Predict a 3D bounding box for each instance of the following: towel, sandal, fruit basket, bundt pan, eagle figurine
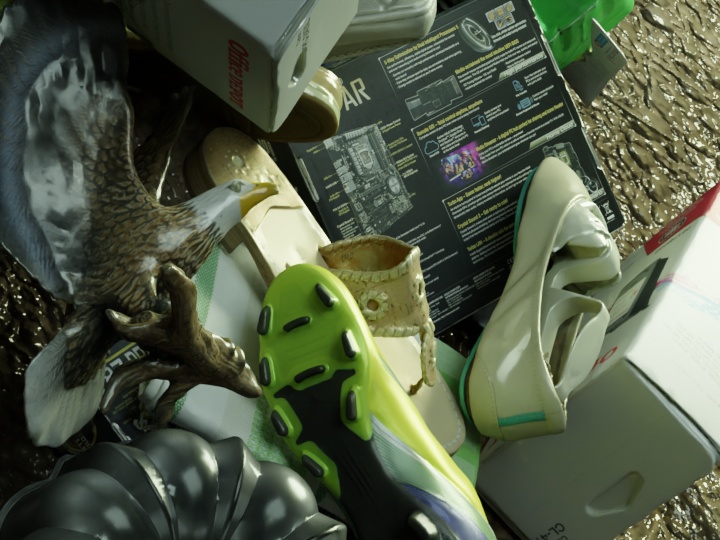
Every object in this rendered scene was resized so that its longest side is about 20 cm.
[{"bbox_3d":[-0.022,0.064,1.498,0.200,0.031,0.150,33,42,-20],"label":"towel"},{"bbox_3d":[-0.003,0.002,1.486,0.212,0.070,0.078,50,39,-1],"label":"sandal"},{"bbox_3d":[0.099,-0.188,1.787,0.185,0.094,0.200,50,1,3],"label":"fruit basket"},{"bbox_3d":[-0.082,0.163,1.352,0.201,0.076,0.203,10,63,-20],"label":"bundt pan"},{"bbox_3d":[-0.114,-0.023,1.394,0.150,0.152,0.200,-6,49,-35],"label":"eagle figurine"}]

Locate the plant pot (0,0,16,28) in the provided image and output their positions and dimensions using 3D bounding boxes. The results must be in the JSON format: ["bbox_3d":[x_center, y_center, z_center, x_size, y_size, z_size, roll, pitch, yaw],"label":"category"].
[{"bbox_3d":[-0.232,-0.116,1.426,0.200,0.187,0.188,34,39,-41],"label":"plant pot"}]

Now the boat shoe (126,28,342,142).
[{"bbox_3d":[-0.095,-0.127,1.515,0.199,0.074,0.067,21,65,13],"label":"boat shoe"}]

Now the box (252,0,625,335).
[{"bbox_3d":[0.043,-0.057,1.638,0.200,0.043,0.161,-29,98,-34],"label":"box"}]

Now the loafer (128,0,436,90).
[{"bbox_3d":[-0.053,-0.134,1.584,0.070,0.199,0.070,-75,158,-43],"label":"loafer"}]

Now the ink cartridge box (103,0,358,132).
[{"bbox_3d":[-0.097,-0.171,1.399,0.200,0.145,0.084,36,79,5],"label":"ink cartridge box"}]

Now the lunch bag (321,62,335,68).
[{"bbox_3d":[-0.056,-0.213,1.659,0.200,0.160,0.076,53,-3,1],"label":"lunch bag"}]

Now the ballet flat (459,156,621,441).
[{"bbox_3d":[0.111,0.013,1.577,0.069,0.069,0.201,34,49,-17],"label":"ballet flat"}]

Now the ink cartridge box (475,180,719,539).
[{"bbox_3d":[0.163,0.059,1.648,0.086,0.148,0.200,45,38,-5],"label":"ink cartridge box"}]

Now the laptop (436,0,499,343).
[{"bbox_3d":[0.059,-0.068,1.742,0.177,0.103,0.200,46,64,-17],"label":"laptop"}]

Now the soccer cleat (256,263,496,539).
[{"bbox_3d":[0.010,0.089,1.446,0.201,0.065,0.084,62,22,11],"label":"soccer cleat"}]

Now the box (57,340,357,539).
[{"bbox_3d":[-0.057,0.085,1.503,0.161,0.049,0.200,52,39,2],"label":"box"}]
